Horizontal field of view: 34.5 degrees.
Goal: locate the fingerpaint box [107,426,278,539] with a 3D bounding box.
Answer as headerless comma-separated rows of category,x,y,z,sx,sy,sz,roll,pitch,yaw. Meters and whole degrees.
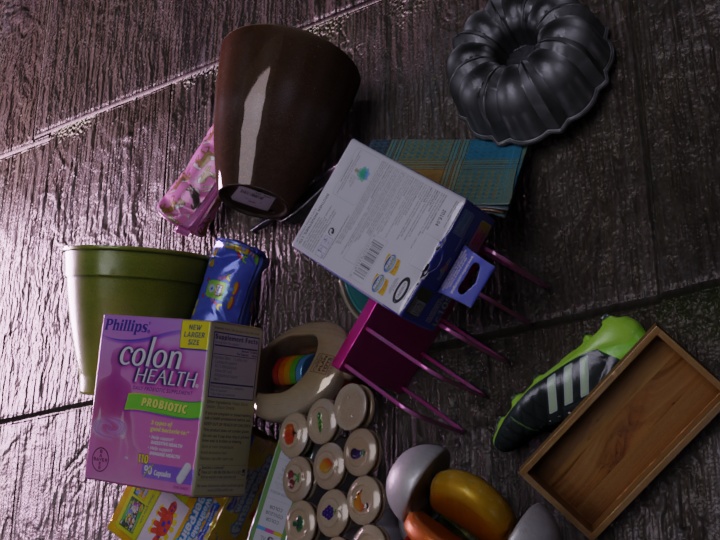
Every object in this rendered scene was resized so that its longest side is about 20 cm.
fingerpaint box,-0.203,0.273,1.449,0.167,0.073,0.201,22,86,40

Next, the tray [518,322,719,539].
tray,0.260,0.159,1.142,0.099,0.037,0.200,42,102,7

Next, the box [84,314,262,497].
box,-0.222,0.158,1.376,0.175,0.097,0.201,2,82,34

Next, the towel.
towel,0.088,-0.109,1.336,0.199,0.022,0.147,2,37,20

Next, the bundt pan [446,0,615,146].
bundt pan,0.186,-0.248,1.339,0.201,0.076,0.203,-16,55,24

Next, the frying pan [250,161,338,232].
frying pan,-0.084,-0.077,1.496,0.190,0.031,0.115,-39,12,25

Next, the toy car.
toy car,0.095,0.281,1.132,0.175,0.200,0.150,27,66,25

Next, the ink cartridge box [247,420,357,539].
ink cartridge box,-0.064,0.281,1.322,0.059,0.104,0.201,9,78,39

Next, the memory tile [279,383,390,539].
memory tile,-0.031,0.230,1.218,0.153,0.017,0.201,-28,58,40

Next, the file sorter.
file sorter,0.095,0.061,1.268,0.125,0.139,0.200,32,93,37

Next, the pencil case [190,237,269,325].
pencil case,-0.177,0.058,1.511,0.087,0.078,0.201,8,77,33

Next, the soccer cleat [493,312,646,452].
soccer cleat,0.221,0.131,1.195,0.200,0.067,0.081,-45,65,14

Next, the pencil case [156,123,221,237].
pencil case,-0.200,-0.140,1.607,0.083,0.087,0.200,37,98,9

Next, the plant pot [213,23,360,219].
plant pot,-0.112,-0.175,1.466,0.186,0.187,0.201,-4,63,36

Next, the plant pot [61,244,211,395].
plant pot,-0.302,0.073,1.545,0.200,0.200,0.194,-1,84,37

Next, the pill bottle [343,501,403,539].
pill bottle,0.021,0.340,1.233,0.104,0.104,0.201,-25,59,27

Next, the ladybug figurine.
ladybug figurine,-0.061,0.129,1.378,0.200,0.072,0.136,-4,52,56

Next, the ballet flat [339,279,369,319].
ballet flat,0.000,0.000,1.411,0.069,0.069,0.200,-33,50,22

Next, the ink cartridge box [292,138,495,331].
ink cartridge box,0.043,-0.031,1.200,0.200,0.076,0.137,32,93,37
